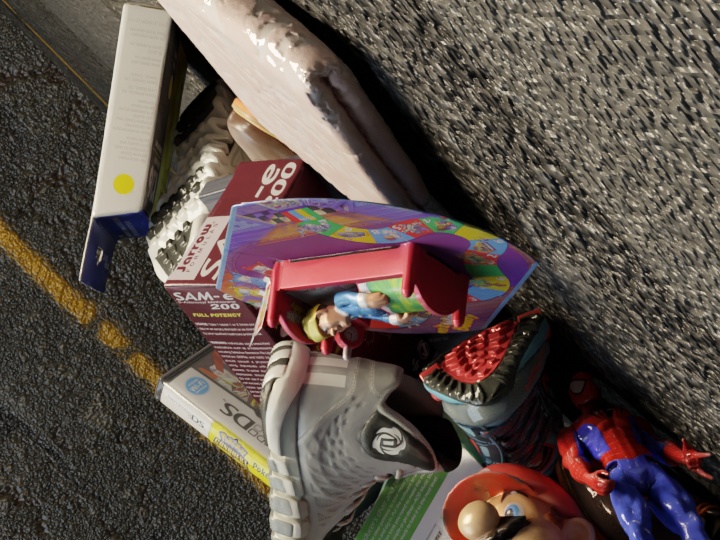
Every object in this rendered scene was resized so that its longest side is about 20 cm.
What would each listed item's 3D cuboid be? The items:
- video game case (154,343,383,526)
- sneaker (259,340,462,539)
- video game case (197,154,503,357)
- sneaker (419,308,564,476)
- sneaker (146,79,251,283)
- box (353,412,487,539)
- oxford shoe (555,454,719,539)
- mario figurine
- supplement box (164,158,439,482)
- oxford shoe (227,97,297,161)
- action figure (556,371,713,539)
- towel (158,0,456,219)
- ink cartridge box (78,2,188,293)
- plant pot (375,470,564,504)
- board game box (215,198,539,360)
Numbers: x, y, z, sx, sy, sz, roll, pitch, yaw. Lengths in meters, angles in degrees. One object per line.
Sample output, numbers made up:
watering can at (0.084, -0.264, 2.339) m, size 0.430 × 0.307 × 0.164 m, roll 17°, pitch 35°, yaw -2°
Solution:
video game case at (-0.029, 0.097, 1.155) m, size 0.181 × 0.200 × 0.026 m, roll 35°, pitch 132°, yaw 19°
sneaker at (0.004, 0.128, 0.904) m, size 0.115 × 0.075 × 0.200 m, roll 3°, pitch 135°, yaw 7°
video game case at (0.000, 0.000, 0.999) m, size 0.143 × 0.019 × 0.200 m, roll -11°, pitch 132°, yaw 46°
sneaker at (0.094, 0.079, 0.877) m, size 0.096 × 0.079 × 0.200 m, roll 60°, pitch -175°, yaw 4°
sneaker at (-0.101, -0.057, 1.083) m, size 0.081 × 0.075 × 0.200 m, roll 37°, pitch -143°, yaw -24°
box at (0.075, 0.201, 0.924) m, size 0.036 × 0.145 × 0.200 m, roll 12°, pitch -157°, yaw -44°
oxford shoe at (0.198, 0.153, 0.884) m, size 0.200 × 0.071 × 0.073 m, roll 39°, pitch 150°, yaw 32°
mario figurine at (0.078, 0.175, 0.779) m, size 0.200 × 0.123 × 0.106 m, roll -98°, pitch 6°, yaw -54°
supplement box at (-0.031, 0.035, 0.953) m, size 0.061 × 0.109 × 0.200 m, roll -1°, pitch 138°, yaw 38°
oxford shoe at (-0.040, -0.041, 1.043) m, size 0.200 × 0.073 × 0.071 m, roll 49°, pitch 174°, yaw -37°
action figure at (0.156, 0.119, 0.811) m, size 0.200 × 0.065 × 0.052 m, roll -116°, pitch 16°, yaw -57°
towel at (-0.038, -0.100, 0.802) m, size 0.200 × 0.032 × 0.191 m, roll 41°, pitch 174°, yaw 39°
ink cartridge box at (-0.169, -0.082, 1.120) m, size 0.047 × 0.200 × 0.198 m, roll 7°, pitch 176°, yaw -5°
plant pot at (0.097, 0.193, 1.060) m, size 0.200 × 0.161 × 0.201 m, roll 33°, pitch -171°, yaw -6°
board game box at (0.002, 0.019, 0.781) m, size 0.158 × 0.039 × 0.200 m, roll 10°, pitch 161°, yaw -6°
